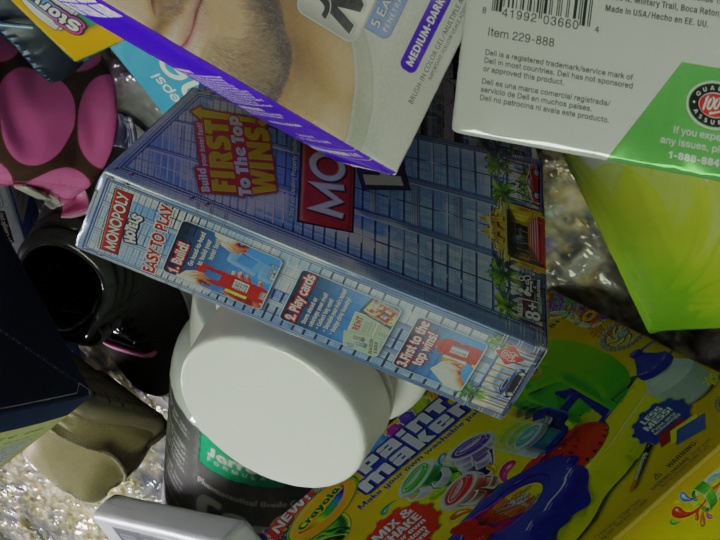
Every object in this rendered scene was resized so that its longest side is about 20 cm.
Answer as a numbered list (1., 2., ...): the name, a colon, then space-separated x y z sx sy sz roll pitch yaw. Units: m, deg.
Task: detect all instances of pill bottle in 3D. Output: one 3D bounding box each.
1. pill bottle: 0.000 0.000 1.288 0.113 0.200 0.114 17 139 16
2. pill bottle: -0.050 0.080 1.471 0.113 0.113 0.201 22 140 12

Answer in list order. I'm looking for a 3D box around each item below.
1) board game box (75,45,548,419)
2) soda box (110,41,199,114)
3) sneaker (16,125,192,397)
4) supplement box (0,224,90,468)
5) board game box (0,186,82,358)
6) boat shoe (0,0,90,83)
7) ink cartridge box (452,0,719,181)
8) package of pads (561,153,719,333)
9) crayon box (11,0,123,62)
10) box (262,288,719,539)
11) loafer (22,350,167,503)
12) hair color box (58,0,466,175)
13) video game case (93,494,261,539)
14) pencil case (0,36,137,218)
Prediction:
1. board game box: -0.021 -0.049 1.203 0.199 0.201 0.062 11 143 -14
2. soda box: -0.110 -0.164 1.299 0.068 0.064 0.200 -17 121 43
3. sneaker: -0.143 0.019 1.482 0.070 0.099 0.201 13 138 19
4. supplement box: -0.286 0.040 1.401 0.200 0.134 0.201 -38 74 29
5. board game box: -0.274 0.012 1.556 0.198 0.044 0.201 -4 132 8
6. boat shoe: -0.211 -0.165 1.296 0.069 0.084 0.200 -39 103 3
7. ink cartridge box: 0.126 -0.145 1.080 0.145 0.084 0.201 12 104 22
8. package of pads: 0.169 -0.065 1.216 0.154 0.068 0.201 -3 129 37
9. crayon box: -0.144 -0.190 1.179 0.118 0.058 0.200 -18 127 43
10. box: 0.095 0.139 1.318 0.192 0.200 0.122 27 153 57
11. loafer: -0.151 0.092 1.498 0.076 0.068 0.200 33 176 11
12. hair color box: -0.050 -0.133 1.104 0.199 0.110 0.065 29 175 -23
13. video game case: -0.054 0.202 1.445 0.182 0.023 0.200 55 160 -15
14. pencil case: -0.213 -0.082 1.340 0.199 0.094 0.090 7 174 -43
